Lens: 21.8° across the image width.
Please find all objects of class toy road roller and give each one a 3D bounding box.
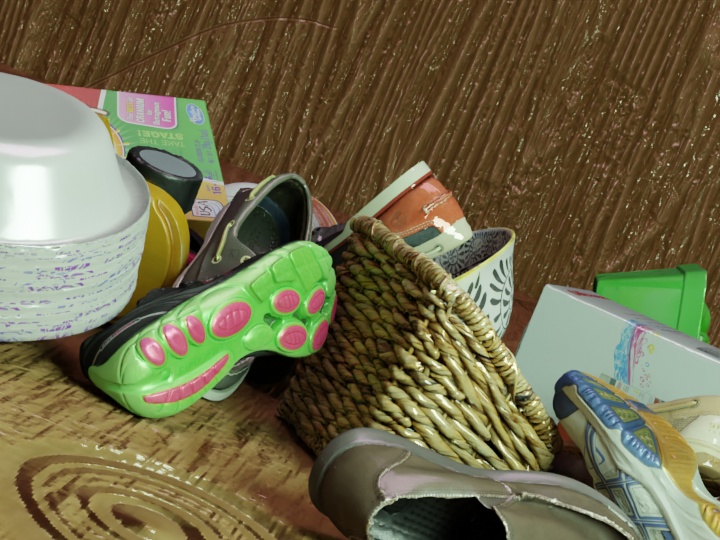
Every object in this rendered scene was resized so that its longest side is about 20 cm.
[{"bbox_3d":[-0.212,-0.038,1.274,0.199,0.124,0.146,24,17,3],"label":"toy road roller"}]

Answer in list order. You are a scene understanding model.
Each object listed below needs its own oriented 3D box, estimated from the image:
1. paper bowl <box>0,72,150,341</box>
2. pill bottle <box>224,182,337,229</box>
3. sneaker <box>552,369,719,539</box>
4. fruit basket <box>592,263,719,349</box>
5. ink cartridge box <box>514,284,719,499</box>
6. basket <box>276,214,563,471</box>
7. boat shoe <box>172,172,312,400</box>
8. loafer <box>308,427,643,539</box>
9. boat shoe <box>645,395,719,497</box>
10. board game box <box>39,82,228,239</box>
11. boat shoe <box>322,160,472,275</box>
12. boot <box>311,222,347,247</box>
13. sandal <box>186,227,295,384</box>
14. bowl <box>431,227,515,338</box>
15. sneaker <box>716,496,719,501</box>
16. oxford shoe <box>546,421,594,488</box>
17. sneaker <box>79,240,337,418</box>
[{"bbox_3d":[-0.222,-0.049,1.094,0.199,0.105,0.201,11,23,-5],"label":"paper bowl"},{"bbox_3d":[-0.091,-0.018,1.613,0.112,0.113,0.200,25,6,13],"label":"pill bottle"},{"bbox_3d":[0.160,0.143,1.070,0.075,0.088,0.200,14,29,-45],"label":"sneaker"},{"bbox_3d":[0.285,0.099,1.584,0.214,0.217,0.156,24,5,4],"label":"fruit basket"},{"bbox_3d":[0.219,0.115,1.452,0.199,0.146,0.145,26,7,22],"label":"ink cartridge box"},{"bbox_3d":[0.054,0.070,1.180,0.142,0.150,0.200,21,5,-20],"label":"basket"},{"bbox_3d":[-0.078,0.005,1.258,0.072,0.060,0.202,40,34,-18],"label":"boat shoe"},{"bbox_3d":[0.067,0.146,0.986,0.199,0.073,0.071,16,18,-22],"label":"loafer"},{"bbox_3d":[0.187,0.125,1.317,0.071,0.065,0.199,36,-29,-33],"label":"boat shoe"},{"bbox_3d":[-0.211,-0.081,1.473,0.198,0.040,0.154,4,43,-21],"label":"board game box"},{"bbox_3d":[0.000,0.000,1.316,0.063,0.200,0.071,50,40,0],"label":"boat shoe"},{"bbox_3d":[-0.053,0.005,1.464,0.198,0.070,0.132,-14,5,-7],"label":"boot"},{"bbox_3d":[-0.124,0.019,1.352,0.045,0.076,0.199,0,24,-47],"label":"sandal"},{"bbox_3d":[0.043,0.049,1.436,0.201,0.200,0.095,-123,-171,-80],"label":"bowl"},{"bbox_3d":[0.235,0.195,1.170,0.075,0.081,0.200,41,12,-1],"label":"sneaker"},{"bbox_3d":[0.145,0.155,1.227,0.071,0.073,0.200,13,-16,15],"label":"oxford shoe"},{"bbox_3d":[-0.089,0.026,1.135,0.083,0.077,0.199,12,22,39],"label":"sneaker"}]
